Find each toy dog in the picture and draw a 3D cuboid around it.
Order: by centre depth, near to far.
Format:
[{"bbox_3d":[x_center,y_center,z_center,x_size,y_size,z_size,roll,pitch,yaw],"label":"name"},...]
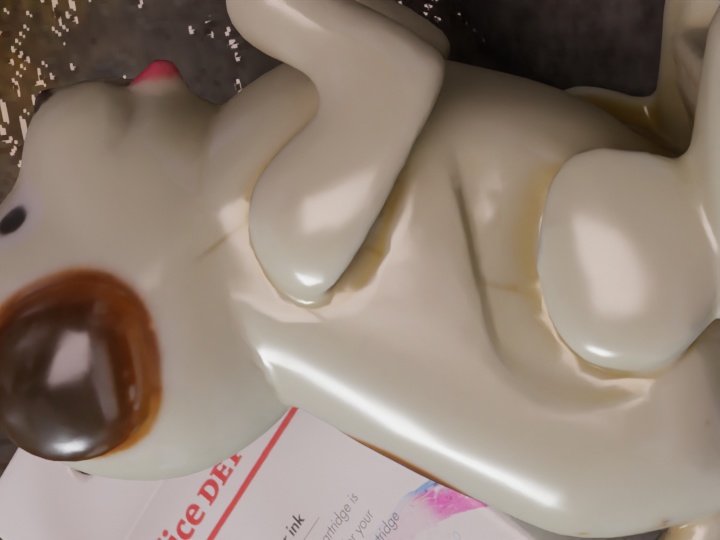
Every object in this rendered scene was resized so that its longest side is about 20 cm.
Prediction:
[{"bbox_3d":[0.000,0.000,0.762,0.200,0.140,0.194,-1,111,1],"label":"toy dog"}]

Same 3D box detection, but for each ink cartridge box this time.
[{"bbox_3d":[0.002,0.085,0.854,0.200,0.067,0.117,39,116,12],"label":"ink cartridge box"}]
